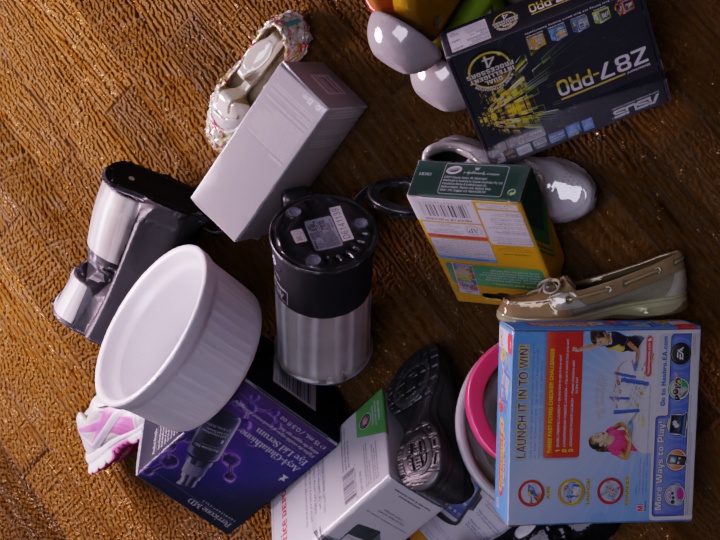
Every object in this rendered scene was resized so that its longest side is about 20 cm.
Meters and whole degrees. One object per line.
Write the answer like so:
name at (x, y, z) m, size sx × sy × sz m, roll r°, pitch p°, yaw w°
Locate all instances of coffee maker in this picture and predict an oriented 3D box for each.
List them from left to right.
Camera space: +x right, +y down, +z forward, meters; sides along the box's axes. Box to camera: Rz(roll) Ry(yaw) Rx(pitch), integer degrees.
coffee maker at (-0.253, -0.001, 1.738) m, size 0.191 × 0.135 × 0.201 m, roll 30°, pitch 110°, yaw 19°

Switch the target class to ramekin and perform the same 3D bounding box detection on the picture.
ramekin at (-0.199, 0.081, 1.623) m, size 0.097 × 0.201 × 0.200 m, roll 33°, pitch 119°, yaw -28°

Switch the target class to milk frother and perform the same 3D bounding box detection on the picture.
milk frother at (0.000, 0.000, 1.622) m, size 0.198 × 0.181 × 0.189 m, roll 0°, pitch 137°, yaw -2°

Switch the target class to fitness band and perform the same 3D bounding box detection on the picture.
fitness band at (0.208, 0.131, 1.525) m, size 0.199 × 0.037 × 0.145 m, roll -16°, pitch 79°, yaw -7°

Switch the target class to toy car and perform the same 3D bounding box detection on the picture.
toy car at (0.076, -0.279, 1.512) m, size 0.150 × 0.200 × 0.176 m, roll 30°, pitch 87°, yaw 41°

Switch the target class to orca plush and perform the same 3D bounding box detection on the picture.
orca plush at (0.190, 0.297, 1.569) m, size 0.198 × 0.071 × 0.106 m, roll -8°, pitch 116°, yaw 7°

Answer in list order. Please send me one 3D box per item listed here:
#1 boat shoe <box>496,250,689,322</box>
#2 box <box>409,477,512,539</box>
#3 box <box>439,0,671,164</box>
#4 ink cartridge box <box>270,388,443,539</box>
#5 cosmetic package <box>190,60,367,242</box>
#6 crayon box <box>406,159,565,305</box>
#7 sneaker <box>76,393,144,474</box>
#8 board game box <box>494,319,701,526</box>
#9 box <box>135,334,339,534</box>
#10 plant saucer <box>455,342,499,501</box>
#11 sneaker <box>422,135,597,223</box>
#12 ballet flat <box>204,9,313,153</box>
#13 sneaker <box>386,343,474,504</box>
boat shoe at (0.239, 0.021, 1.506) m, size 0.199 × 0.073 × 0.064 m, roll -6°, pitch 100°, yaw 5°
box at (0.136, 0.250, 1.638) m, size 0.119 × 0.041 × 0.200 m, roll 47°, pitch 112°, yaw 13°
box at (0.196, -0.203, 1.450) m, size 0.199 × 0.162 × 0.049 m, roll -20°, pitch 46°, yaw 8°
ink cartridge box at (-0.008, 0.256, 1.644) m, size 0.084 × 0.146 × 0.200 m, roll 33°, pitch 119°, yaw -26°
cosmetic package at (-0.093, -0.135, 1.655) m, size 0.090 × 0.107 × 0.200 m, roll 45°, pitch 112°, yaw 13°
crayon box at (0.139, -0.036, 1.539) m, size 0.125 × 0.200 × 0.052 m, roll 5°, pitch 58°, yaw 25°
sneaker at (-0.289, 0.174, 1.811) m, size 0.200 × 0.081 × 0.089 m, roll -35°, pitch 83°, yaw 25°
board game box at (0.237, 0.151, 1.462) m, size 0.194 × 0.056 × 0.202 m, roll 0°, pitch 98°, yaw -8°
box at (-0.143, 0.188, 1.692) m, size 0.148 × 0.105 × 0.200 m, roll 36°, pitch 116°, yaw -24°
plant saucer at (0.198, 0.166, 1.560) m, size 0.198 × 0.050 × 0.202 m, roll 0°, pitch 80°, yaw -2°
sneaker at (0.154, -0.094, 1.549) m, size 0.199 × 0.087 × 0.075 m, roll 14°, pitch 100°, yaw 22°
ballet flat at (-0.132, -0.219, 1.685) m, size 0.076 × 0.064 × 0.200 m, roll 42°, pitch 114°, yaw 14°
sneaker at (0.083, 0.172, 1.600) m, size 0.076 × 0.091 × 0.201 m, roll -30°, pitch 41°, yaw 30°
